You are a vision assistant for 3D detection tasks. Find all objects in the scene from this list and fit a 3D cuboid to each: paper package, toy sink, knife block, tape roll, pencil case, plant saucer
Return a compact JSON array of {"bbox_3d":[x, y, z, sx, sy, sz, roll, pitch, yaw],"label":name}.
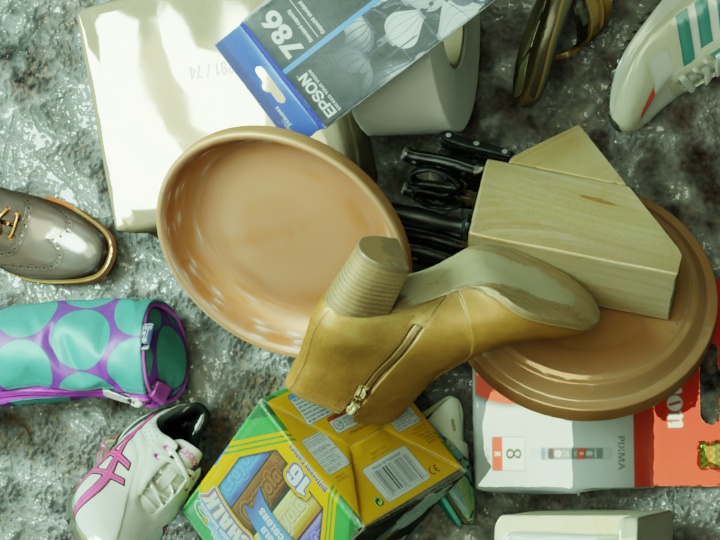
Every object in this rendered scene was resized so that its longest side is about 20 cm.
[{"bbox_3d":[-0.101,-0.134,1.763,0.199,0.103,0.191,-12,83,13],"label":"paper package"},{"bbox_3d":[0.158,0.239,1.615,0.112,0.200,0.131,-1,86,15],"label":"toy sink"},{"bbox_3d":[0.112,-0.021,1.636,0.175,0.064,0.200,-28,61,-15],"label":"knife block"},{"bbox_3d":[0.037,-0.201,1.681,0.071,0.202,0.203,-2,85,14],"label":"tape roll"},{"bbox_3d":[-0.244,0.071,1.794,0.199,0.085,0.093,-4,55,15],"label":"pencil case"},{"bbox_3d":[-0.052,-0.024,1.641,0.199,0.037,0.201,14,130,17],"label":"plant saucer"},{"bbox_3d":[0.165,0.017,1.666,0.199,0.032,0.201,-1,57,2],"label":"plant saucer"}]

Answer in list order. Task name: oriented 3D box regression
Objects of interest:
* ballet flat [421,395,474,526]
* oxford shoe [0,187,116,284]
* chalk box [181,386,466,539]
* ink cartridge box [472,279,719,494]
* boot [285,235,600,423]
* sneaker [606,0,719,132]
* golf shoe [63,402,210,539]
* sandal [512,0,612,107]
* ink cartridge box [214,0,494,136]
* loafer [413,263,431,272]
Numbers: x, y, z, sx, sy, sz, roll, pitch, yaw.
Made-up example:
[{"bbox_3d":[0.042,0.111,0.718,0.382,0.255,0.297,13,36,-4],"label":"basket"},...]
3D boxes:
[{"bbox_3d":[0.038,0.103,1.729,0.074,0.074,0.200,-42,80,9],"label":"ballet flat"},{"bbox_3d":[-0.295,-0.035,1.822,0.199,0.073,0.072,16,90,15],"label":"oxford shoe"},{"bbox_3d":[-0.039,0.177,1.692,0.124,0.125,0.200,51,134,15],"label":"chalk box"},{"bbox_3d":[0.184,0.087,1.697,0.199,0.050,0.163,-2,85,18],"label":"ink cartridge box"},{"bbox_3d":[0.056,0.053,1.605,0.200,0.071,0.144,12,127,-19],"label":"boot"},{"bbox_3d":[0.268,-0.175,1.682,0.093,0.070,0.200,38,93,20],"label":"sneaker"},{"bbox_3d":[-0.167,0.161,1.709,0.092,0.200,0.073,-36,108,21],"label":"golf shoe"},{"bbox_3d":[0.172,-0.214,1.718,0.054,0.080,0.201,25,88,-6],"label":"sandal"},{"bbox_3d":[-0.006,-0.174,1.572,0.200,0.039,0.100,-37,96,22],"label":"ink cartridge box"},{"bbox_3d":[0.000,0.000,1.711,0.200,0.070,0.075,34,133,-9],"label":"loafer"}]
